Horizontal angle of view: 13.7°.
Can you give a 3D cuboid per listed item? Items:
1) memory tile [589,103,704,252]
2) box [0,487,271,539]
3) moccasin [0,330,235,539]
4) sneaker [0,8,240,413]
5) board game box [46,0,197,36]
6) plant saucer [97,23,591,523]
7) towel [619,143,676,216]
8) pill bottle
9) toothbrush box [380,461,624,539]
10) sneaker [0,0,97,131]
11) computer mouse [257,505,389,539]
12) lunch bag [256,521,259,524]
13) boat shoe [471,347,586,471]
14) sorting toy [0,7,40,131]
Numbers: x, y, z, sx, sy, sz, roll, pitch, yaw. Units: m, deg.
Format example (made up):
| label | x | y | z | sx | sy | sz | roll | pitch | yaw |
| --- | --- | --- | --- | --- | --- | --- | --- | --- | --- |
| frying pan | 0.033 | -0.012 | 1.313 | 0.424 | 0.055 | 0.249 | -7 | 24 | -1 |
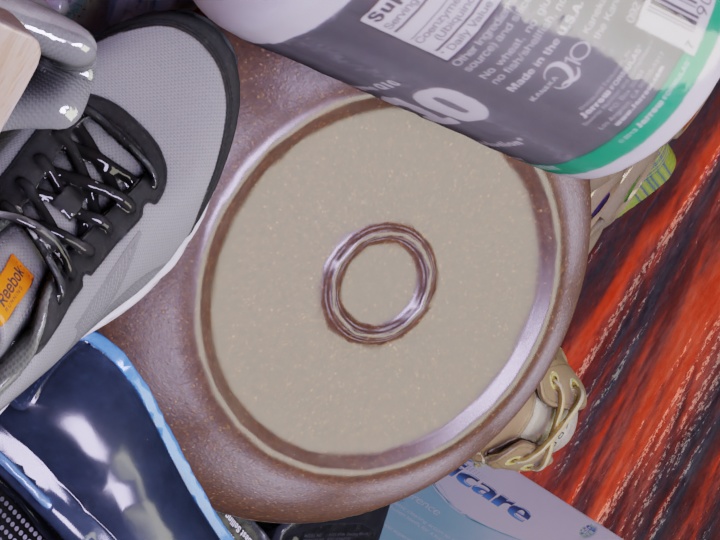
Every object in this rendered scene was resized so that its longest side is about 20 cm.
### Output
| label | x | y | z | sx | sy | sz | roll | pitch | yaw |
| --- | --- | --- | --- | --- | --- | --- | --- | --- | --- |
| memory tile | 0.119 | -0.072 | 1.153 | 0.153 | 0.017 | 0.200 | -50 | 171 | -30 |
| box | -0.139 | 0.116 | 1.027 | 0.193 | 0.047 | 0.200 | -52 | 128 | -20 |
| moccasin | -0.079 | 0.110 | 1.007 | 0.068 | 0.080 | 0.200 | -37 | 108 | -23 |
| sneaker | -0.100 | -0.005 | 0.920 | 0.200 | 0.074 | 0.079 | -51 | -171 | -24 |
| board game box | -0.053 | -0.157 | 0.992 | 0.200 | 0.026 | 0.200 | -37 | 148 | -40 |
| plant saucer | 0.000 | 0.000 | 1.030 | 0.200 | 0.037 | 0.201 | -9 | 112 | -23 |
| towel | 0.052 | -0.042 | 1.256 | 0.144 | 0.023 | 0.200 | -31 | 156 | 11 |
| pill bottle | 0.015 | -0.110 | 0.927 | 0.200 | 0.113 | 0.113 | 22 | 100 | -35 |
| toothbrush box | 0.012 | 0.161 | 1.335 | 0.200 | 0.146 | 0.085 | -32 | 145 | -47 |
| sneaker | -0.154 | -0.057 | 0.852 | 0.200 | 0.081 | 0.075 | -23 | 139 | -50 |
| computer mouse | -0.007 | 0.060 | 1.133 | 0.059 | 0.034 | 0.200 | 6 | 110 | -45 |
| lunch bag | -0.055 | 0.080 | 1.196 | 0.200 | 0.082 | 0.161 | -52 | 158 | -11 |
| boat shoe | 0.067 | 0.054 | 1.338 | 0.074 | 0.066 | 0.200 | -60 | 176 | 7 |
| sorting toy | -0.193 | 0.004 | 0.766 | 0.199 | 0.070 | 0.200 | 20 | 105 | -45 |
